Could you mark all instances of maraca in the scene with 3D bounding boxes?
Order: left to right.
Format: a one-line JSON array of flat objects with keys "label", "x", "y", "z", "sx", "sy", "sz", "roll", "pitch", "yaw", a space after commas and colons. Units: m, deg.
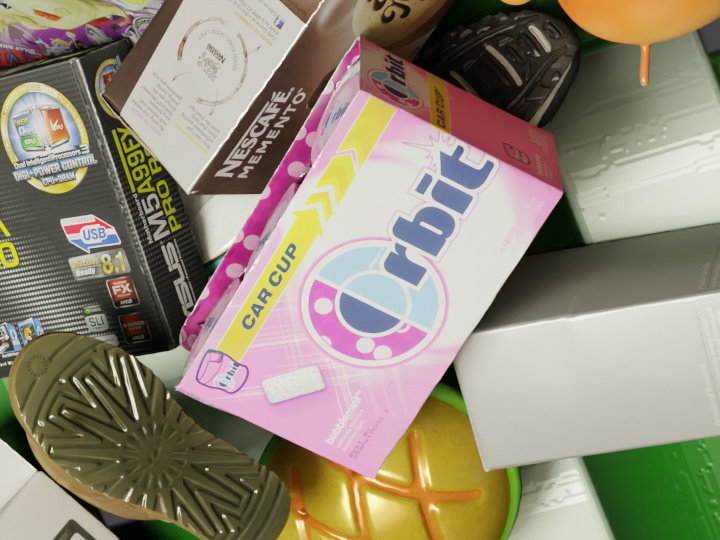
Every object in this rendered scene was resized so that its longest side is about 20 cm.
[{"label": "maraca", "x": -0.001, "y": 0.134, "z": 1.525, "sx": 0.137, "sy": 0.107, "sz": 0.200, "roll": 45, "pitch": 117, "yaw": -8}]

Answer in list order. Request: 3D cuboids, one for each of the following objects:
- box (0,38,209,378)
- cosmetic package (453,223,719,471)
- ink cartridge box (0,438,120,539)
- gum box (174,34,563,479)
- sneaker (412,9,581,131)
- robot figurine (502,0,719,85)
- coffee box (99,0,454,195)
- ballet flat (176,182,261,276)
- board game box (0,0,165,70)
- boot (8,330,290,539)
[{"label": "box", "x": -0.183, "y": -0.027, "z": 1.497, "sx": 0.200, "sy": 0.044, "sz": 0.161, "roll": -9, "pitch": 104, "yaw": 38}, {"label": "cosmetic package", "x": 0.154, "y": 0.034, "z": 1.440, "sx": 0.199, "sy": 0.107, "sz": 0.090, "roll": -12, "pitch": 109, "yaw": 22}, {"label": "ink cartridge box", "x": -0.179, "y": 0.194, "z": 1.603, "sx": 0.200, "sy": 0.068, "sz": 0.116, "roll": 41, "pitch": 139, "yaw": -5}, {"label": "gum box", "x": 0.000, "y": 0.000, "z": 1.387, "sx": 0.113, "sy": 0.066, "sz": 0.200, "roll": 26, "pitch": 115, "yaw": -14}, {"label": "sneaker", "x": 0.049, "y": -0.054, "z": 1.453, "sx": 0.200, "sy": 0.079, "sz": 0.074, "roll": -52, "pitch": 57, "yaw": 23}, {"label": "robot figurine", "x": 0.123, "y": -0.194, "z": 1.338, "sx": 0.116, "sy": 0.144, "sz": 0.200, "roll": -21, "pitch": 103, "yaw": 34}, {"label": "coffee box", "x": -0.024, "y": -0.136, "z": 1.392, "sx": 0.080, "sy": 0.113, "sz": 0.200, "roll": 48, "pitch": 116, "yaw": 23}, {"label": "ballet flat", "x": -0.105, "y": -0.012, "z": 1.518, "sx": 0.200, "sy": 0.069, "sz": 0.069, "roll": -38, "pitch": 99, "yaw": 30}, {"label": "board game box", "x": -0.179, "y": -0.141, "z": 1.462, "sx": 0.199, "sy": 0.032, "sz": 0.120, "roll": 12, "pitch": 159, "yaw": 10}, {"label": "boot", "x": -0.141, "y": 0.090, "z": 1.484, "sx": 0.175, "sy": 0.200, "sz": 0.066, "roll": 40, "pitch": 77, "yaw": -21}]
